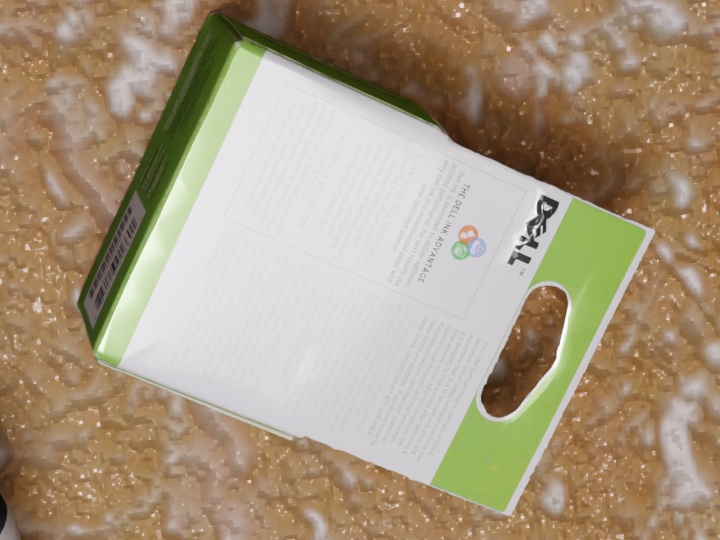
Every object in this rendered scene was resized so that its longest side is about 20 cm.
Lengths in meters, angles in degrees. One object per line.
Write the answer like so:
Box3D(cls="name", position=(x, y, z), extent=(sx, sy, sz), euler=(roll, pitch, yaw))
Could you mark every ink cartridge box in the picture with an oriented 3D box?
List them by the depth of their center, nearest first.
Box3D(cls="ink cartridge box", position=(0.000, 0.000, 1.058), extent=(0.200, 0.076, 0.148), euler=(23, 99, -17))

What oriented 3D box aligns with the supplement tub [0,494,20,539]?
Box3D(cls="supplement tub", position=(-0.225, 0.093, 1.006), extent=(0.140, 0.140, 0.200), euler=(-25, 108, -3))
